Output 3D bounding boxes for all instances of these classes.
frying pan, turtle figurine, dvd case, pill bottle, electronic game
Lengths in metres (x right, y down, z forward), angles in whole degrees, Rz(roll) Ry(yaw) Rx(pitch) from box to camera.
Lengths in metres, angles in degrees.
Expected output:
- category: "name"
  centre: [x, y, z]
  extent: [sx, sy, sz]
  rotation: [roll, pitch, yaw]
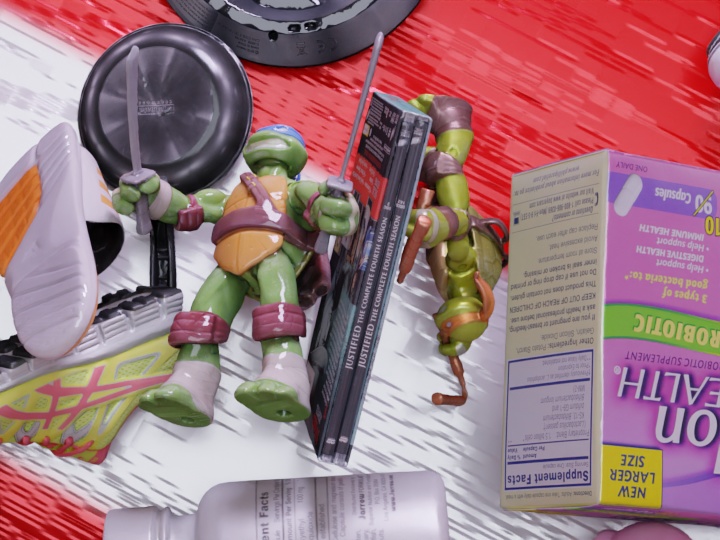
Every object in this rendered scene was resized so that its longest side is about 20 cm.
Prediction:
- category: "frying pan"
  centre: [-0.138, -0.065, 1.329]
  extent: [0.114, 0.031, 0.191]
  rotation: [21, 85, 12]
- category: "turtle figurine"
  centre: [0.055, -0.023, 1.260]
  extent: [0.064, 0.200, 0.162]
  rotation: [-11, 57, 7]
- category: "dvd case"
  centre: [0.000, 0.000, 1.237]
  extent: [0.022, 0.146, 0.201]
  rotation: [14, 97, -8]
- category: "pill bottle"
  centre: [-0.047, 0.179, 1.246]
  extent: [0.198, 0.114, 0.115]
  rotation: [-3, 80, 0]
- category: "turtle figurine"
  centre: [-0.077, -0.020, 1.223]
  extent: [0.143, 0.200, 0.195]
  rotation: [8, 67, -6]
- category: "electronic game"
  centre: [-0.042, -0.229, 1.351]
  extent: [0.198, 0.042, 0.202]
  rotation: [0, 87, 3]

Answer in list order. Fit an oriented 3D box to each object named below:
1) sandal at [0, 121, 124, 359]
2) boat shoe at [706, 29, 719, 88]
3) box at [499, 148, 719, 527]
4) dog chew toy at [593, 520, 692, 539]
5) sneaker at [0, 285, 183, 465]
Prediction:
- category: "sandal"
  centre: [-0.176, -0.006, 1.272]
  extent: [0.079, 0.207, 0.059]
  rotation: [-40, 126, 17]
- category: "boat shoe"
  centre: [0.284, -0.195, 1.342]
  extent: [0.200, 0.070, 0.066]
  rotation: [-42, 63, -2]
- category: "box"
  centre: [0.181, 0.045, 1.245]
  extent: [0.175, 0.096, 0.202]
  rotation: [9, 79, -30]
- category: "dog chew toy"
  centre: [0.209, 0.216, 1.200]
  extent: [0.200, 0.125, 0.125]
  rotation: [37, 82, 13]
- category: "sneaker"
  centre: [-0.182, 0.080, 1.261]
  extent: [0.199, 0.078, 0.091]
  rotation: [-21, 106, -24]
